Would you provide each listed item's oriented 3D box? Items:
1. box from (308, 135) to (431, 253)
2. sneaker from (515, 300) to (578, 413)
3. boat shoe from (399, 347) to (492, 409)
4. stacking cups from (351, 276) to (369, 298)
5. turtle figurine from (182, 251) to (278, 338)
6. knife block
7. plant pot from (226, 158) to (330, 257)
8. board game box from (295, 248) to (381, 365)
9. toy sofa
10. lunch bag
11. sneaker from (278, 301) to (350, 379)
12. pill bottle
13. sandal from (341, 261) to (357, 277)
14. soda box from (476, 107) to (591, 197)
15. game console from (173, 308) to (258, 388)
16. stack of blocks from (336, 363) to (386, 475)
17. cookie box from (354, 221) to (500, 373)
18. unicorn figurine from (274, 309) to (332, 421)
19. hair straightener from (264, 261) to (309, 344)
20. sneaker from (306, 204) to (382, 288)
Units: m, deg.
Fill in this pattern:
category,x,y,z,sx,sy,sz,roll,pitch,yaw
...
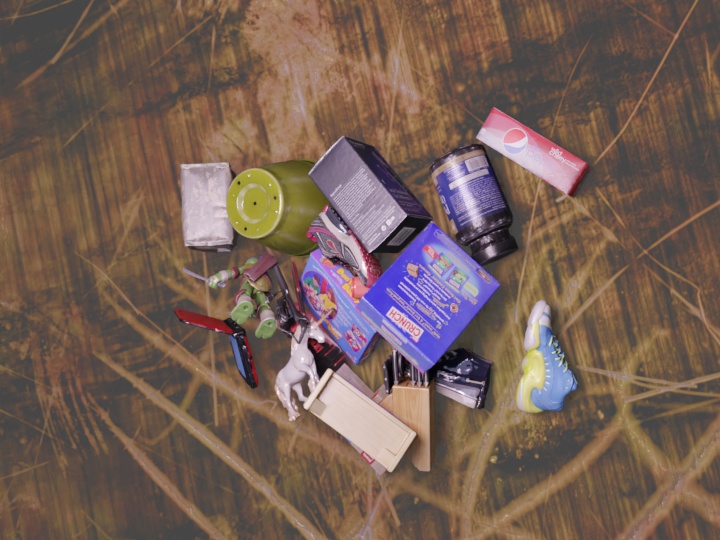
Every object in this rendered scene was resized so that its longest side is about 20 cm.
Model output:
category,x,y,z,sx,sy,sz,roll,pitch,yaw
box,0.020,-0.140,1.453,0.104,0.147,0.201,-43,75,19
sneaker,0.339,0.157,1.364,0.103,0.076,0.204,9,102,12
boat shoe,0.155,0.180,1.447,0.197,0.075,0.094,21,95,14
stacking cups,0.081,0.036,1.434,0.195,0.061,0.062,-3,90,-2
turtle figurine,-0.245,0.066,1.573,0.196,0.195,0.146,-18,123,-5
knife block,0.109,0.233,1.394,0.200,0.064,0.176,46,109,4
plant pot,-0.161,-0.126,1.512,0.196,0.192,0.205,1,92,24
board game box,-0.038,0.069,1.504,0.201,0.044,0.135,50,144,16
toy sofa,0.000,0.264,1.363,0.198,0.098,0.083,35,83,7
lunch bag,-0.304,-0.124,1.580,0.115,0.200,0.168,-3,87,-2
sneaker,-0.082,0.140,1.554,0.073,0.087,0.201,-35,101,15
pill bottle,0.208,-0.115,1.386,0.110,0.111,0.203,-25,81,23
sandal,0.000,0.000,1.498,0.081,0.055,0.203,-24,81,-18
soda box,0.307,-0.209,1.361,0.199,0.070,0.064,36,104,20
game console,-0.293,0.154,1.553,0.117,0.200,0.176,-16,98,-15
stack of blocks,0.013,0.278,1.494,0.200,0.059,0.115,45,109,4
cookie box,0.117,0.046,1.347,0.171,0.075,0.200,42,67,7
unicorn figurine,-0.110,0.189,1.467,0.200,0.073,0.139,-44,60,22
hair straightener,-0.146,0.065,1.487,0.075,0.041,0.202,-9,47,-9
sneaker,-0.027,-0.034,1.433,0.075,0.080,0.201,-44,51,7
